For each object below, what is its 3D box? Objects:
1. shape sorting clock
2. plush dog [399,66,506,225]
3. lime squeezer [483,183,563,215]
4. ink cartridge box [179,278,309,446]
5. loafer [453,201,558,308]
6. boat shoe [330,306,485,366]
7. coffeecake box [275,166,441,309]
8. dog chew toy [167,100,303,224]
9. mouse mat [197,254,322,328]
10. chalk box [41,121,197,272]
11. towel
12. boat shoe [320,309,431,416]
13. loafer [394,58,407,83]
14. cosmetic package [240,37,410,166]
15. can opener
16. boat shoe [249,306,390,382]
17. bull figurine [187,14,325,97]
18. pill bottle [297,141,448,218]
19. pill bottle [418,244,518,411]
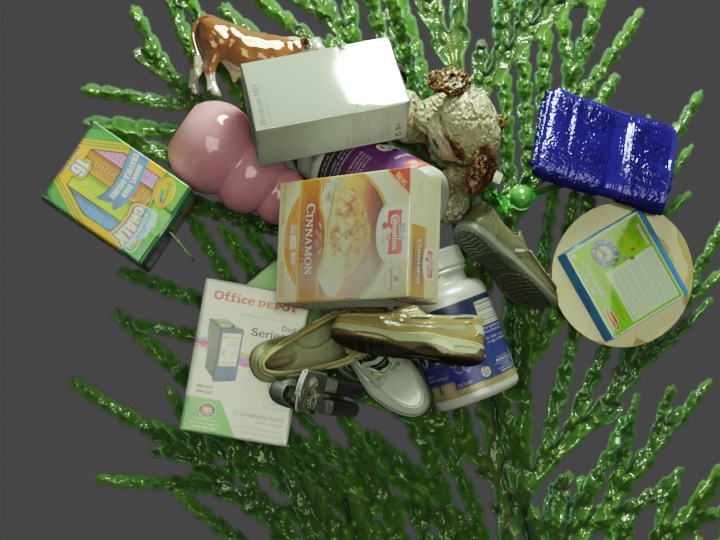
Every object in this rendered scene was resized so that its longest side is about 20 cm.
[{"bbox_3d":[0.364,0.006,1.596,0.198,0.039,0.203,0,89,-4],"label":"shape sorting clock"},{"bbox_3d":[0.140,-0.180,1.526,0.159,0.172,0.202,-23,87,-7],"label":"plush dog"},{"bbox_3d":[0.219,-0.107,1.579,0.199,0.071,0.038,-11,62,-41],"label":"lime squeezer"},{"bbox_3d":[-0.151,0.121,1.514,0.144,0.088,0.202,11,82,-5],"label":"ink cartridge box"},{"bbox_3d":[0.207,-0.020,1.544,0.200,0.075,0.070,44,58,-31],"label":"loafer"},{"bbox_3d":[0.061,0.070,1.442,0.198,0.072,0.077,10,72,-13],"label":"boat shoe"},{"bbox_3d":[-0.004,-0.035,1.400,0.198,0.073,0.155,-4,80,35],"label":"coffeecake box"},{"bbox_3d":[-0.156,-0.135,1.529,0.199,0.124,0.125,34,83,-9],"label":"dog chew toy"},{"bbox_3d":[-0.103,0.076,1.568,0.200,0.008,0.161,-40,90,-8],"label":"mouse mat"},{"bbox_3d":[-0.295,-0.082,1.507,0.199,0.125,0.125,34,84,-3],"label":"chalk box"},{"bbox_3d":[0.340,-0.169,1.583,0.198,0.050,0.149,15,62,-4],"label":"towel"},{"bbox_3d":[0.019,0.123,1.541,0.200,0.067,0.074,44,84,-4],"label":"boat shoe"},{"bbox_3d":[-0.021,-0.231,1.554,0.198,0.072,0.063,-19,45,-16],"label":"loafer"},{"bbox_3d":[-0.047,-0.216,1.461,0.198,0.081,0.114,-13,62,-9],"label":"cosmetic package"},{"bbox_3d":[-0.057,0.158,1.480,0.066,0.200,0.054,11,84,19],"label":"can opener"},{"bbox_3d":[-0.043,0.093,1.459,0.199,0.063,0.074,-15,91,-19],"label":"boat shoe"},{"bbox_3d":[-0.141,-0.280,1.565,0.198,0.065,0.123,17,86,-4],"label":"bull figurine"},{"bbox_3d":[0.012,-0.118,1.511,0.199,0.112,0.113,31,82,30],"label":"pill bottle"},{"bbox_3d":[0.124,0.075,1.530,0.119,0.120,0.202,-20,87,-6],"label":"pill bottle"}]
